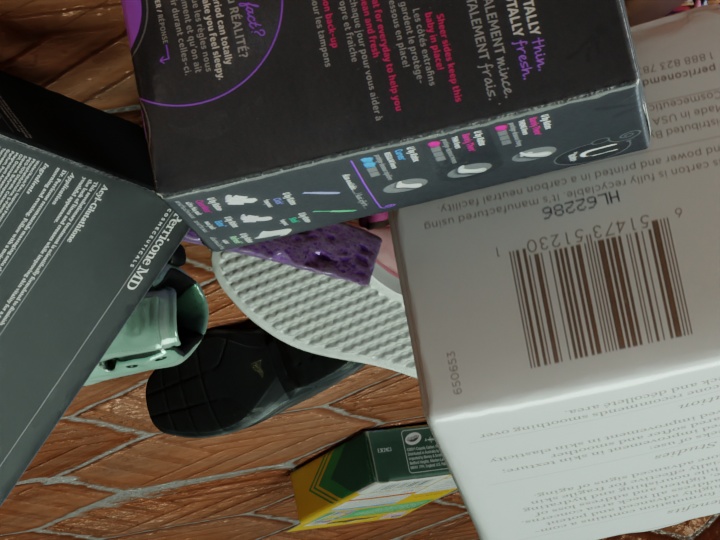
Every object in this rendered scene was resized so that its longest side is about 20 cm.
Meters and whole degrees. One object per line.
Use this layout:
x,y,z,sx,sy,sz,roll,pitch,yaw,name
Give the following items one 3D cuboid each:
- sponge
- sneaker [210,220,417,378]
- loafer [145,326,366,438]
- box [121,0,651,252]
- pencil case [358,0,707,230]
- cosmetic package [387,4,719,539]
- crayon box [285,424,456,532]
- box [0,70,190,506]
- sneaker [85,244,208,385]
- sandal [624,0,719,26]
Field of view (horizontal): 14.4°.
-0.053,-0.020,1.479,0.111,0.030,0.200,14,179,-5,sponge
0.000,0.000,1.705,0.200,0.105,0.075,22,119,-18,sneaker
-0.059,0.068,1.956,0.200,0.073,0.072,-19,170,33,loafer
0.010,-0.095,1.185,0.199,0.123,0.106,-13,167,6,box
0.083,-0.079,1.408,0.199,0.091,0.094,-12,149,9,pencil case
0.110,0.012,1.296,0.167,0.167,0.200,-13,155,5,cosmetic package
0.022,0.184,2.570,0.125,0.052,0.200,-5,165,-28,crayon box
-0.188,0.012,1.294,0.141,0.079,0.200,22,111,-41,box
-0.158,0.025,1.428,0.118,0.074,0.200,-10,-179,30,sneaker
0.133,-0.109,1.311,0.202,0.050,0.082,-32,-168,33,sandal
